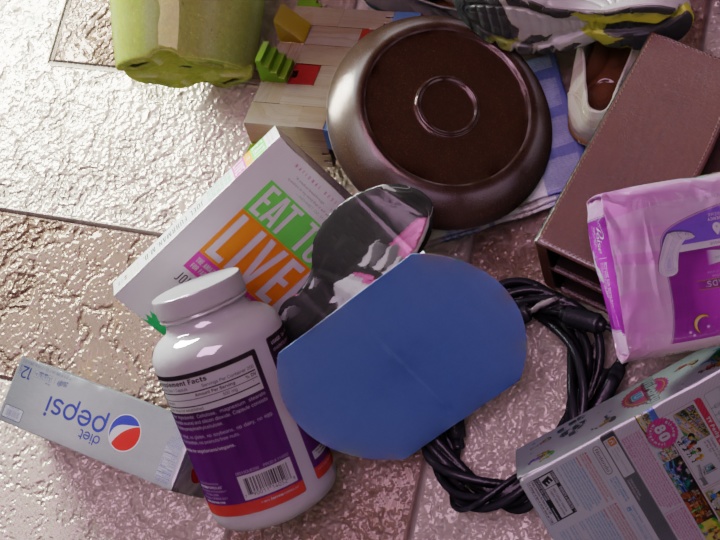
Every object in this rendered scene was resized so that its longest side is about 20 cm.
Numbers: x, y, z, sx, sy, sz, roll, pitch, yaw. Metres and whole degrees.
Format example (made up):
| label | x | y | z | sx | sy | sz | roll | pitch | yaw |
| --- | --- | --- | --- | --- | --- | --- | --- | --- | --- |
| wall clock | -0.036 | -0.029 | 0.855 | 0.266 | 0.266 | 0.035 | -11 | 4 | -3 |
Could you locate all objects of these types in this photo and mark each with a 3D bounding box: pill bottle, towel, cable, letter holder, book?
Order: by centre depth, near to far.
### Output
| label | x | y | z | sx | sy | sz | roll | pitch | yaw |
| --- | --- | --- | --- | --- | --- | --- | --- | --- | --- |
| letter holder | 0.250 | -0.060 | 0.940 | 0.141 | 0.101 | 0.201 | 26 | 78 | 22 |
| cable | 0.117 | 0.104 | 0.978 | 0.163 | 0.051 | 0.201 | 29 | 87 | 24 |
| pill bottle | -0.101 | 0.105 | 0.980 | 0.112 | 0.112 | 0.201 | -17 | 100 | 14 |
| book | -0.100 | -0.013 | 1.036 | 0.200 | 0.133 | 0.048 | -43 | 30 | 10 |
| towel | 0.098 | -0.100 | 1.058 | 0.199 | 0.024 | 0.148 | -18 | 68 | 12 |

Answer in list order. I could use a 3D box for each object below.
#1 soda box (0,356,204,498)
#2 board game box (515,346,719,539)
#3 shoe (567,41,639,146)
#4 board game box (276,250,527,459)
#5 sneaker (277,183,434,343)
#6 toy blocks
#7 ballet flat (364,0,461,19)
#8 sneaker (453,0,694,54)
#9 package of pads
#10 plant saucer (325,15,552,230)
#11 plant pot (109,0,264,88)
| label | x | y | z | sx | sy | sz | roll | pitch | yaw |
| --- | --- | --- | --- | --- | --- | --- | --- | --- | --- |
| soda box | -0.226 | 0.142 | 1.077 | 0.199 | 0.068 | 0.064 | 17 | 81 | 22 |
| board game box | 0.237 | 0.158 | 0.883 | 0.199 | 0.064 | 0.148 | -30 | 96 | 10 |
| shoe | 0.225 | -0.204 | 1.019 | 0.069 | 0.053 | 0.201 | 12 | 72 | 19 |
| board game box | 0.033 | 0.064 | 0.944 | 0.200 | 0.158 | 0.039 | -37 | 31 | 15 |
| sneaker | 0.000 | 0.000 | 0.997 | 0.080 | 0.086 | 0.200 | 50 | 126 | 12 |
| toy blocks | -0.014 | -0.166 | 1.070 | 0.136 | 0.100 | 0.201 | 8 | 56 | 18 |
| ballet flat | 0.087 | -0.257 | 1.080 | 0.199 | 0.064 | 0.068 | 21 | 56 | 22 |
| sneaker | 0.177 | -0.232 | 0.987 | 0.198 | 0.075 | 0.085 | 7 | 63 | 13 |
| package of pads | 0.267 | -0.010 | 0.838 | 0.198 | 0.076 | 0.122 | -10 | 88 | 0 |
| plant saucer | 0.071 | -0.133 | 1.003 | 0.198 | 0.032 | 0.202 | 3 | 71 | -9 |
| plant pot | -0.164 | -0.275 | 1.122 | 0.199 | 0.200 | 0.186 | 1 | 86 | 19 |
